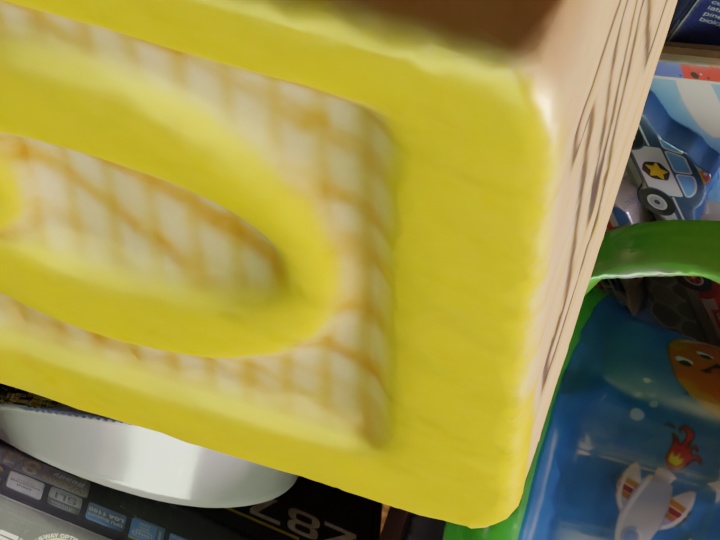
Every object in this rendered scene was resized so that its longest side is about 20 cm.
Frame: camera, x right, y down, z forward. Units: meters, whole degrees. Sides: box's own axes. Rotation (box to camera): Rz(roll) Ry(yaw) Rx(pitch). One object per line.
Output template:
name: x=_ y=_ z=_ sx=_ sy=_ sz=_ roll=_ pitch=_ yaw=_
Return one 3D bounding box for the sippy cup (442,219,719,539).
sippy cup: x=0.098 y=0.081 z=0.749 sx=0.130 sy=0.140 sz=0.178 roll=14 pitch=157 yaw=13

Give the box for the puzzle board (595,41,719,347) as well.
puzzle board: x=0.111 y=0.011 z=0.767 sx=0.150 sy=0.017 sz=0.200 roll=8 pitch=142 yaw=37

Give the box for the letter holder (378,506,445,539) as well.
letter holder: x=0.045 y=0.149 z=1.100 sx=0.100 sy=0.201 sz=0.142 roll=21 pitch=159 yaw=-4

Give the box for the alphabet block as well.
alphabet block: x=-0.025 y=-0.092 z=0.574 sx=0.194 sy=0.201 sz=0.197 roll=15 pitch=153 yaw=10

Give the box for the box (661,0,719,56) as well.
box: x=0.138 y=-0.059 z=0.726 sx=0.120 sy=0.033 sz=0.200 roll=12 pitch=156 yaw=-9

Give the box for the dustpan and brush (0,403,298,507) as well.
dustpan and brush: x=-0.048 y=0.066 z=1.104 sx=0.139 sy=0.058 sz=0.200 roll=-6 pitch=-155 yaw=-45

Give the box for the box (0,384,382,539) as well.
box: x=-0.090 y=0.103 z=1.183 sx=0.199 sy=0.161 sz=0.049 roll=23 pitch=115 yaw=-7
